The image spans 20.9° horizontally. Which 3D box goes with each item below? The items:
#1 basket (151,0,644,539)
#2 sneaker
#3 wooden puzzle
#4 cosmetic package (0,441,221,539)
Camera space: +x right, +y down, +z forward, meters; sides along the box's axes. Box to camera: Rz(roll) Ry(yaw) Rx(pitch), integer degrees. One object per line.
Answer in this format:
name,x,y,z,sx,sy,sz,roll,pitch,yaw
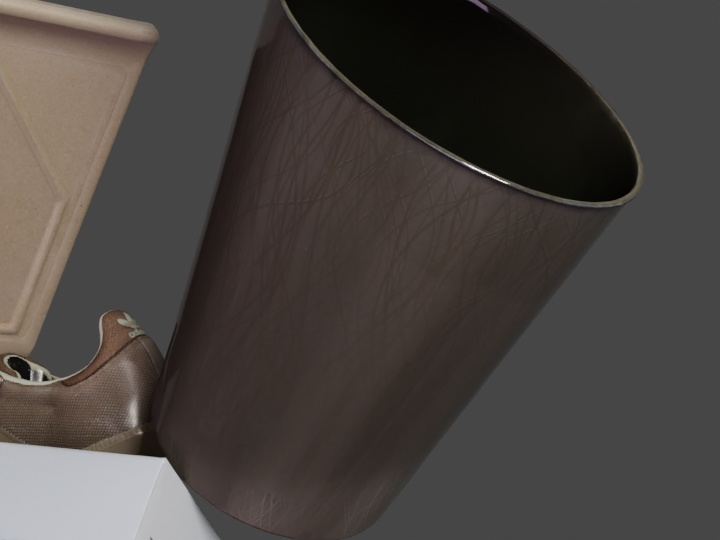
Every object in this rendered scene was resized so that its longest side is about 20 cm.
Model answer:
basket,0.000,0.000,0.795,0.180,0.135,0.201,47,125,34
sneaker,-0.170,0.082,0.939,0.199,0.070,0.076,-21,79,22
wooden puzzle,-0.204,-0.044,0.863,0.201,0.184,0.037,-62,41,26
cosmetic package,-0.123,0.149,0.874,0.150,0.052,0.201,5,145,24
